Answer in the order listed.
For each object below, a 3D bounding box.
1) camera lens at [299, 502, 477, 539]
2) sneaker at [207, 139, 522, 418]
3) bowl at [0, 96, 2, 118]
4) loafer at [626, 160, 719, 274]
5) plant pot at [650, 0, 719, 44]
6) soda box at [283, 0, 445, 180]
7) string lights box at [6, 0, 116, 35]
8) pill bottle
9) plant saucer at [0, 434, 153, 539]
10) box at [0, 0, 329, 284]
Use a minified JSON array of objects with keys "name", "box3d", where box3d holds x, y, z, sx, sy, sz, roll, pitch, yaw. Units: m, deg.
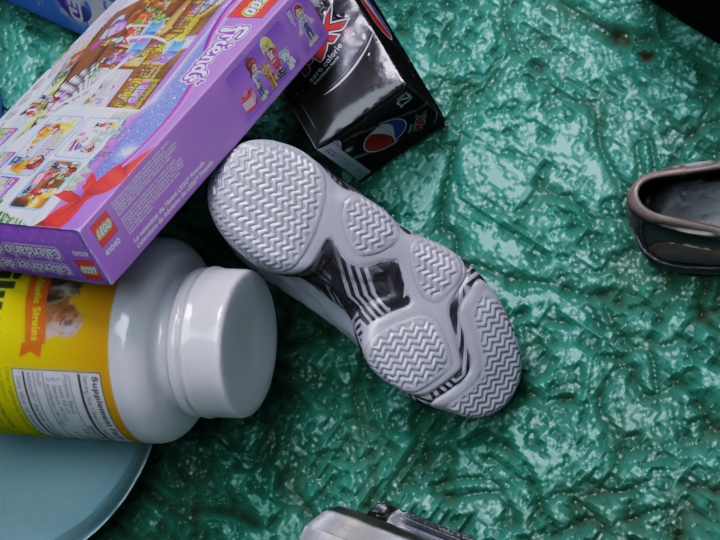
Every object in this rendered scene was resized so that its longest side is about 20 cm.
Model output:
[{"name":"camera lens","box3d":[0.017,0.225,1.090,0.159,0.160,0.201,19,82,23]},{"name":"sneaker","box3d":[0.000,0.000,1.214,0.200,0.115,0.075,39,90,-10]},{"name":"bowl","box3d":[-0.308,-0.083,1.362,0.200,0.039,0.202,-5,73,17]},{"name":"loafer","box3d":[0.233,-0.032,1.143,0.199,0.063,0.072,-6,73,18]},{"name":"plant pot","box3d":[0.211,-0.212,1.144,0.177,0.199,0.201,18,81,35]},{"name":"soda box","box3d":[-0.033,-0.153,1.268,0.063,0.071,0.200,-35,66,11]},{"name":"string lights box","box3d":[-0.201,-0.210,1.322,0.199,0.103,0.059,25,56,23]},{"name":"pill bottle","box3d":[-0.150,0.035,1.202,0.199,0.109,0.110,2,75,21]},{"name":"plant saucer","box3d":[-0.200,0.077,1.284,0.199,0.027,0.201,-6,73,19]},{"name":"box","box3d":[-0.125,-0.077,1.181,0.136,0.039,0.200,6,46,42]}]
